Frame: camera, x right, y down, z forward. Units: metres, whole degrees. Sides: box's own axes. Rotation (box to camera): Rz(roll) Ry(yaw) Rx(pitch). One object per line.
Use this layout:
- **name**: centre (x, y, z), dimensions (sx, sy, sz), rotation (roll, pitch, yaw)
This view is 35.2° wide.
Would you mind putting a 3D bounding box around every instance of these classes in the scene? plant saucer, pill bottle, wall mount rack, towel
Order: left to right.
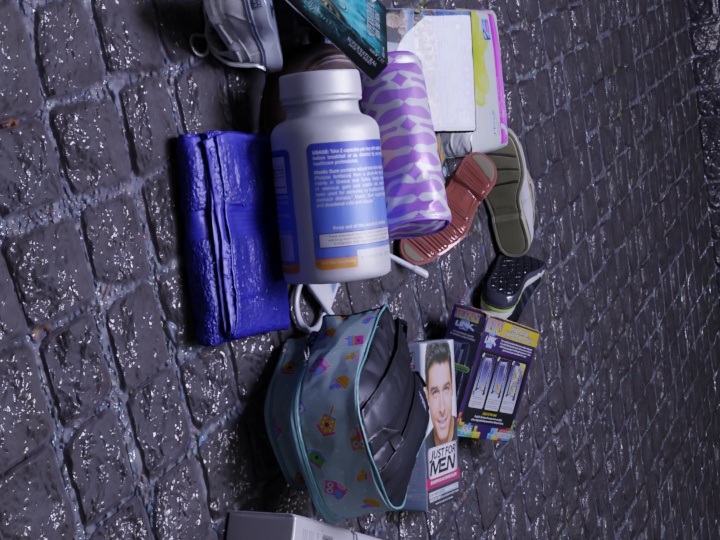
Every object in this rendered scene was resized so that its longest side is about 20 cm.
- **towel**: centre (-0.115, -0.034, 1.107), dimensions (0.147, 0.049, 0.204), rotation (-10, 96, -60)
- **pill bottle**: centre (-0.031, -0.093, 1.125), dimensions (0.112, 0.110, 0.204), rotation (-13, 100, -60)
- **plant saucer**: centre (-0.014, -0.158, 1.235), dimensions (0.198, 0.032, 0.204), rotation (14, 66, -35)
- **wall mount rack**: centre (0.000, 0.000, 1.284), dimensions (0.175, 0.073, 0.202), rotation (55, 43, -41)

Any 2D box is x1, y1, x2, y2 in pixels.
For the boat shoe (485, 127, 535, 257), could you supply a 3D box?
- **boat shoe**: centre (0.224, -0.126, 1.719), dimensions (0.069, 0.073, 0.203), rotation (-54, 140, -57)

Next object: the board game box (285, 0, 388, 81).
- **board game box**: centre (-0.028, -0.281, 1.174), dimensions (0.135, 0.028, 0.201), rotation (40, 21, -19)

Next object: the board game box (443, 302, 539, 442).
- **board game box**: centre (0.166, 0.144, 1.556), dimensions (0.199, 0.056, 0.168), rotation (20, 85, -59)

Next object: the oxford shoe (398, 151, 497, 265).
- **oxford shoe**: centre (0.110, -0.070, 1.501), dimensions (0.071, 0.074, 0.200), rotation (44, 60, -1)

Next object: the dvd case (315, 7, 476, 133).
- **dvd case**: centre (0.043, -0.232, 1.322), dimensions (0.196, 0.017, 0.146), rotation (-4, 92, -23)

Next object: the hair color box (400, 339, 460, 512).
- **hair color box**: centre (0.076, 0.191, 1.422), dimensions (0.098, 0.060, 0.204), rotation (-1, 88, -61)

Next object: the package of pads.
- **package of pads**: centre (0.146, -0.261, 1.585), dimensions (0.154, 0.067, 0.204), rotation (-20, 105, -60)

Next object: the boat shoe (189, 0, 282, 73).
- **boat shoe**: centre (-0.123, -0.232, 1.093), dimensions (0.202, 0.084, 0.076), rotation (59, 23, -89)

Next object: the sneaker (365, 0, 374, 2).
- **sneaker**: centre (-0.014, -0.326, 1.169), dimensions (0.089, 0.074, 0.201), rotation (57, 13, -27)

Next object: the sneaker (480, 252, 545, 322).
- **sneaker**: centre (0.220, 0.036, 1.716), dimensions (0.200, 0.071, 0.084), rotation (-36, 142, -56)

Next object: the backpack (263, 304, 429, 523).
- **backpack**: centre (-0.013, 0.153, 1.160), dimensions (0.201, 0.150, 0.178), rotation (-81, 156, -63)

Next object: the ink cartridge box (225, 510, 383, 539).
- **ink cartridge box**: centre (-0.055, 0.332, 1.145), dimensions (0.199, 0.083, 0.148), rotation (34, 59, -54)

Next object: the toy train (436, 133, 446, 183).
- **toy train**: centre (0.063, -0.181, 1.419), dimensions (0.114, 0.084, 0.203), rotation (-59, 137, -59)

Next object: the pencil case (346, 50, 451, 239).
- **pencil case**: centre (0.039, -0.132, 1.195), dimensions (0.084, 0.084, 0.204), rotation (91, -11, -75)
